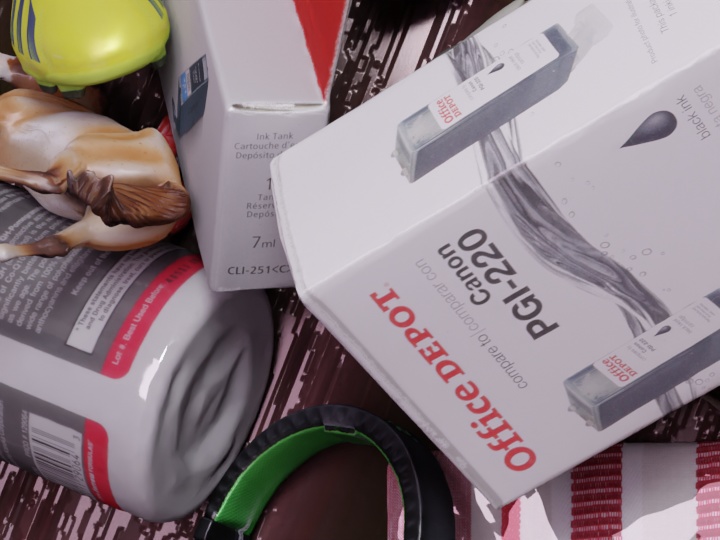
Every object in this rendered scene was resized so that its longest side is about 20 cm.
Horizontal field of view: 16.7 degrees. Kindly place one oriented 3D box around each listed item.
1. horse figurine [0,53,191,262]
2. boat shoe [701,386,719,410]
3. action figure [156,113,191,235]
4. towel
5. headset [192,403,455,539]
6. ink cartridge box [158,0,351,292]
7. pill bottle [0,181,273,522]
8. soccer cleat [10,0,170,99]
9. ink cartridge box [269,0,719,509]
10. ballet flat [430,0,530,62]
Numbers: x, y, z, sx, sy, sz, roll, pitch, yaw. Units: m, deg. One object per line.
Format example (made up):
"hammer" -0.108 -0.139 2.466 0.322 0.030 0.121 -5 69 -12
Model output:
"horse figurine" -0.127 -0.044 0.988 0.200 0.132 0.050 27 116 49
"boat shoe" 0.178 0.061 0.925 0.060 0.072 0.200 -43 56 -2
"action figure" 0.000 0.000 1.007 0.200 0.065 0.099 9 60 20
"towel" 0.107 0.140 0.974 0.200 0.023 0.144 -3 77 17
"headset" -0.019 0.156 0.986 0.123 0.094 0.200 5 71 44
"ink cartridge box" -0.048 -0.122 0.962 0.045 0.176 0.200 -3 42 -14
"pill bottle" -0.146 0.023 1.035 0.200 0.111 0.111 20 87 21
"soccer cleat" -0.123 -0.138 1.024 0.065 0.084 0.200 -15 32 -3
"ink cartridge box" 0.088 -0.023 0.885 0.200 0.146 0.085 -30 39 15
"ballet flat" 0.084 -0.085 0.982 0.200 0.067 0.064 -18 53 45
